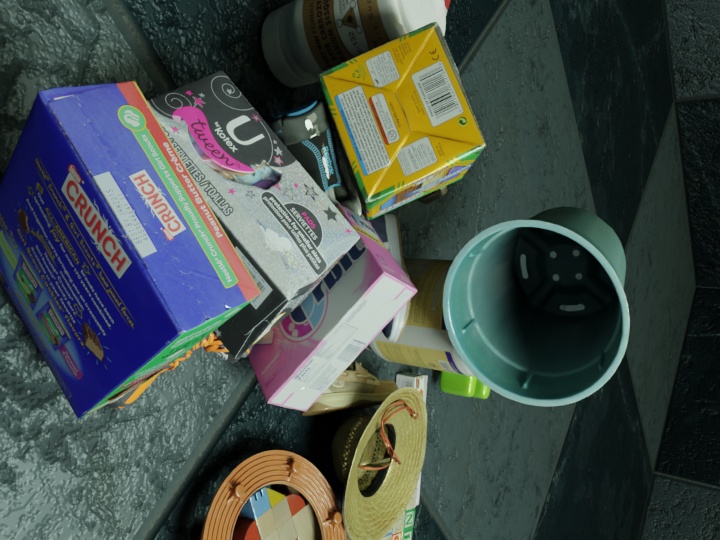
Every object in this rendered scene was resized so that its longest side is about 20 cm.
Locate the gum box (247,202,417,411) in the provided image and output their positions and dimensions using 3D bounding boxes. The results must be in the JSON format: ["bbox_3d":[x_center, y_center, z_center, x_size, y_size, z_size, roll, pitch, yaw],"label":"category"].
[{"bbox_3d":[-0.046,0.046,0.686,0.201,0.114,0.066,-48,140,15],"label":"gum box"}]

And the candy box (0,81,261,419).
[{"bbox_3d":[-0.186,-0.006,0.460,0.076,0.198,0.172,-30,88,-46],"label":"candy box"}]

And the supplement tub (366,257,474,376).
[{"bbox_3d":[0.089,0.058,0.868,0.143,0.196,0.151,-7,99,-51],"label":"supplement tub"}]

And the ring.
[{"bbox_3d":[-0.085,0.301,0.685,0.198,0.019,0.206,25,54,-38],"label":"ring"}]

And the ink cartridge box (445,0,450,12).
[{"bbox_3d":[0.045,-0.356,0.870,0.144,0.082,0.205,38,64,-48],"label":"ink cartridge box"}]

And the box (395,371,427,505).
[{"bbox_3d":[0.074,0.266,0.995,0.038,0.041,0.207,5,88,-52],"label":"box"}]

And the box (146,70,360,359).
[{"bbox_3d":[-0.118,-0.051,0.575,0.201,0.132,0.115,48,47,1],"label":"box"}]

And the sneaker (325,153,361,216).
[{"bbox_3d":[-0.054,-0.036,0.742,0.073,0.113,0.207,-16,107,-51],"label":"sneaker"}]

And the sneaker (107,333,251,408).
[{"bbox_3d":[-0.166,0.072,0.633,0.202,0.076,0.113,-57,133,-33],"label":"sneaker"}]

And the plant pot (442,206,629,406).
[{"bbox_3d":[0.223,0.020,0.737,0.195,0.195,0.207,-29,115,-55],"label":"plant pot"}]

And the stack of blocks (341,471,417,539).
[{"bbox_3d":[0.023,0.392,0.922,0.114,0.057,0.207,12,83,-52],"label":"stack of blocks"}]

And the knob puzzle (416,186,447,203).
[{"bbox_3d":[0.047,-0.166,0.837,0.030,0.219,0.223,-30,122,-12],"label":"knob puzzle"}]

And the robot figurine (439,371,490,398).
[{"bbox_3d":[0.188,0.109,1.069,0.172,0.114,0.207,14,82,-40],"label":"robot figurine"}]

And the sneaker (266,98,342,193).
[{"bbox_3d":[-0.077,-0.114,0.649,0.072,0.199,0.084,-26,104,-16],"label":"sneaker"}]

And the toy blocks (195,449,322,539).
[{"bbox_3d":[-0.110,0.303,0.728,0.198,0.098,0.141,-23,99,-49],"label":"toy blocks"}]

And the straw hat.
[{"bbox_3d":[0.007,0.241,0.828,0.199,0.083,0.207,-24,121,-49],"label":"straw hat"}]

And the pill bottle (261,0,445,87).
[{"bbox_3d":[-0.014,-0.272,0.700,0.113,0.196,0.118,5,83,-52],"label":"pill bottle"}]

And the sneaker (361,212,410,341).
[{"bbox_3d":[0.000,0.000,0.786,0.203,0.105,0.071,-95,-161,-45],"label":"sneaker"}]

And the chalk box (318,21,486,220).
[{"bbox_3d":[0.038,-0.137,0.652,0.200,0.121,0.128,75,-8,-87],"label":"chalk box"}]

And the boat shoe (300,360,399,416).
[{"bbox_3d":[-0.009,0.154,0.851,0.198,0.070,0.066,13,61,-56],"label":"boat shoe"}]
